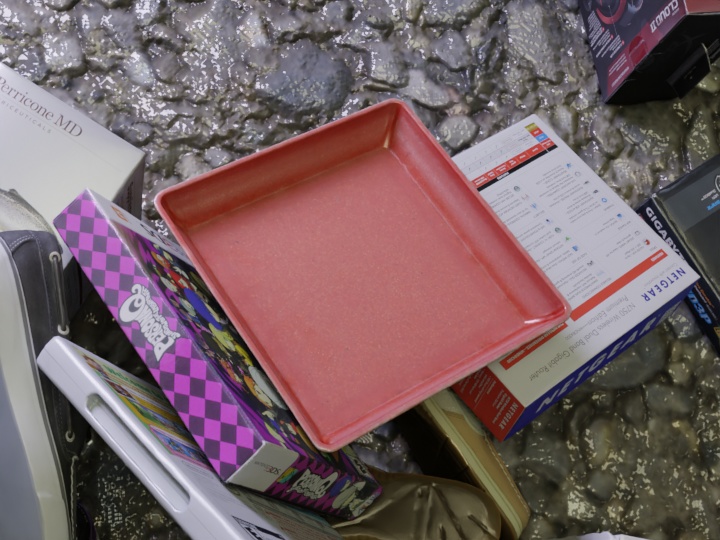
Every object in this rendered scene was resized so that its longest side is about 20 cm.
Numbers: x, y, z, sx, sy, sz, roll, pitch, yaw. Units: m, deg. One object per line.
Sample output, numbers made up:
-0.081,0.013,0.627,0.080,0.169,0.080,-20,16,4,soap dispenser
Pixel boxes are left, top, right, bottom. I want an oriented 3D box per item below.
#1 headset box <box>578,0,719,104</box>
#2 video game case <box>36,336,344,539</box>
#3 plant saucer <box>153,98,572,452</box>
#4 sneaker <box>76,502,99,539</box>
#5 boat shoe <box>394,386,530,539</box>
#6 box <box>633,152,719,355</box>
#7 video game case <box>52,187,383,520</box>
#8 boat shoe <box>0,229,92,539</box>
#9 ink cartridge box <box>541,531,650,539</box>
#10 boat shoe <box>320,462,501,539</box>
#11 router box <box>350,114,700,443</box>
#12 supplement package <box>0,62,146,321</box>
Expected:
0.234,-0.237,0.928,0.074,0.149,0.203,-6,73,-15,headset box
-0.070,0.125,0.654,0.182,0.200,0.022,39,88,34,video game case
0.000,0.000,0.743,0.198,0.037,0.200,-25,65,-27,plant saucer
-0.223,0.227,0.699,0.075,0.088,0.202,25,69,-5,sneaker
0.061,0.094,0.819,0.066,0.074,0.201,-31,82,-26,boat shoe
0.336,-0.030,0.943,0.198,0.046,0.160,-29,81,-21,box
-0.082,0.056,0.714,0.036,0.181,0.201,-42,62,5,video game case
-0.181,0.074,0.668,0.066,0.069,0.203,-16,97,-43,boat shoe
0.226,0.235,0.779,0.197,0.145,0.085,13,71,-9,ink cartridge box
-0.005,0.162,0.787,0.197,0.065,0.074,16,62,12,boat shoe
0.112,-0.003,0.833,0.199,0.049,0.180,-28,67,-33,router box
-0.239,-0.006,0.754,0.116,0.117,0.202,30,68,-1,supplement package
